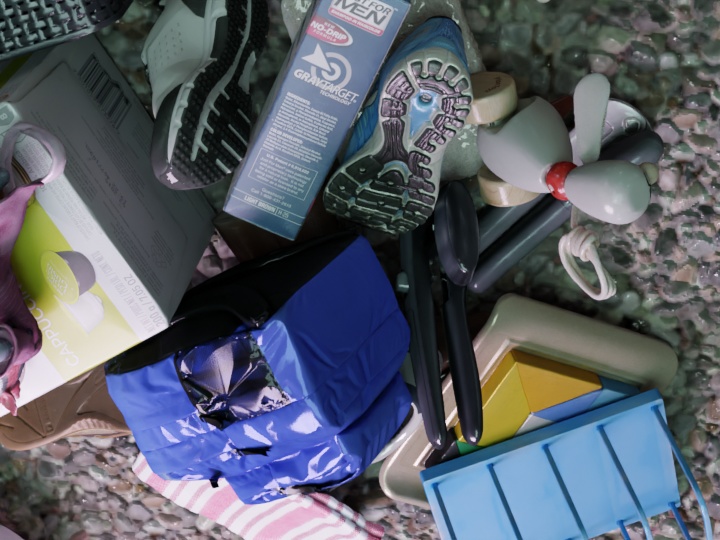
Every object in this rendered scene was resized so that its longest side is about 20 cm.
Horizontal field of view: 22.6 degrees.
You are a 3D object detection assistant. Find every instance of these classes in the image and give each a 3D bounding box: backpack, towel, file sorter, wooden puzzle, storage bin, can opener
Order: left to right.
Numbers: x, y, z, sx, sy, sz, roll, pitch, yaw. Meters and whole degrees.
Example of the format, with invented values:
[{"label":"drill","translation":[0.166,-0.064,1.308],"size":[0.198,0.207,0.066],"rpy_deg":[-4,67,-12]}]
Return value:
[{"label":"storage bin","translation":[-0.268,-0.209,1.295],"size":[0.200,0.135,0.094],"rpy_deg":[-14,113,12]},{"label":"backpack","translation":[-0.080,0.084,1.319],"size":[0.200,0.163,0.168],"rpy_deg":[-16,100,33]},{"label":"towel","translation":[-0.088,0.194,1.485],"size":[0.200,0.030,0.146],"rpy_deg":[31,151,-9]},{"label":"towel","translation":[0.027,-0.149,1.350],"size":[0.132,0.034,0.200],"rpy_deg":[-17,113,14]},{"label":"can opener","translation":[0.058,0.034,1.343],"size":[0.063,0.079,0.200],"rpy_deg":[-1,78,0]},{"label":"wooden puzzle","translation":[0.137,0.124,1.433],"size":[0.185,0.037,0.200],"rpy_deg":[17,117,-29]},{"label":"can opener","translation":[0.142,-0.055,1.371],"size":[0.053,0.066,0.200],"rpy_deg":[43,117,-14]},{"label":"file sorter","translation":[0.170,0.210,1.416],"size":[0.200,0.123,0.139],"rpy_deg":[-19,133,-2]}]

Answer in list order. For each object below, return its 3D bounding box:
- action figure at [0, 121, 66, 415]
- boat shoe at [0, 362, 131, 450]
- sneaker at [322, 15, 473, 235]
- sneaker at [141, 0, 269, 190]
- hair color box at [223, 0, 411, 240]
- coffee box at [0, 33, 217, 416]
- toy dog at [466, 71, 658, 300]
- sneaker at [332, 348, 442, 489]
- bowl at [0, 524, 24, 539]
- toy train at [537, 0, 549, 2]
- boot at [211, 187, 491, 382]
[{"label":"action figure","translation":[-0.259,0.007,1.217],"size":[0.149,0.134,0.200],"rpy_deg":[-35,129,-24]},{"label":"boat shoe","translation":[-0.202,0.104,1.480],"size":[0.200,0.072,0.072],"rpy_deg":[-16,85,17]},{"label":"sneaker","translation":[0.035,-0.104,1.312],"size":[0.078,0.090,0.200],"rpy_deg":[22,137,-10]},{"label":"sneaker","translation":[-0.122,-0.133,1.297],"size":[0.080,0.200,0.074],"rpy_deg":[-11,136,25]},{"label":"hair color box","translation":[-0.029,-0.132,1.290],"size":[0.060,0.100,0.200],"rpy_deg":[23,116,-8]},{"label":"coffee box","translation":[-0.255,-0.035,1.342],"size":[0.198,0.200,0.200],"rpy_deg":[-27,109,17]},{"label":"toy dog","translation":[0.152,-0.085,1.285],"size":[0.096,0.200,0.132],"rpy_deg":[-30,141,-19]},{"label":"sneaker","translation":[-0.012,0.127,1.413],"size":[0.073,0.071,0.200],"rpy_deg":[35,129,-7]},{"label":"bowl","translation":[-0.345,0.286,1.567],"size":[0.201,0.090,0.201],"rpy_deg":[3,115,5]},{"label":"toy train","translation":[0.107,-0.278,1.268],"size":[0.200,0.056,0.150],"rpy_deg":[27,115,-7]},{"label":"boot","translation":[0.000,0.000,1.412],"size":[0.186,0.064,0.200],"rpy_deg":[-20,110,15]}]
